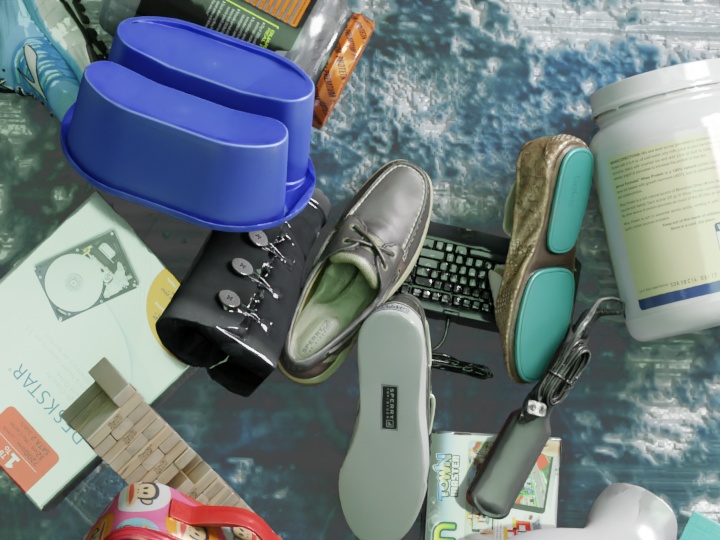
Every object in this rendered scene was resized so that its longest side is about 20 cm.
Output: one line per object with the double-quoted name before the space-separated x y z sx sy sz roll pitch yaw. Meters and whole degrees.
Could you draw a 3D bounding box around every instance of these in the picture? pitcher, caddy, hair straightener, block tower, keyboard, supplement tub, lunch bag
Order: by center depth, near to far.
"caddy" -0.126 -0.102 1.488 0.199 0.106 0.142 20 40 6
"lunch bag" -0.119 0.248 1.493 0.199 0.082 0.177 29 122 -15
"pitcher" 0.156 0.273 1.513 0.199 0.121 0.173 -21 115 -47
"block tower" -0.148 0.154 1.517 0.058 0.054 0.200 -44 126 -8
"hair straightener" 0.148 0.106 1.539 0.041 0.077 0.201 35 88 0
"supplement tub" -0.096 -0.200 1.572 0.199 0.123 0.123 29 83 -1
"supplement tub" 0.262 -0.055 1.575 0.144 0.145 0.202 -12 86 -6
"keyboard" 0.075 0.028 1.615 0.198 0.021 0.128 12 83 -3

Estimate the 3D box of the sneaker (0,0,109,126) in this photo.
"sneaker" -0.246 -0.156 1.592 0.090 0.078 0.201 -29 84 12

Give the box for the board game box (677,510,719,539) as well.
"board game box" 0.237 0.294 1.533 0.045 0.152 0.201 26 83 20

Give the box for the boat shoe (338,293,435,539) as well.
"boat shoe" 0.029 0.119 1.574 0.070 0.064 0.202 10 107 12

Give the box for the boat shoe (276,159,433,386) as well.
"boat shoe" -0.001 0.000 1.569 0.071 0.066 0.202 32 82 0

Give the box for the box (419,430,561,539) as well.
"box" 0.101 0.231 1.588 0.109 0.035 0.202 4 84 -4

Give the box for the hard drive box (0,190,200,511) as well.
"hard drive box" -0.226 0.065 1.558 0.200 0.077 0.156 -44 89 -7

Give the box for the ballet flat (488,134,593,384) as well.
"ballet flat" 0.138 -0.012 1.584 0.070 0.065 0.202 6 100 -43

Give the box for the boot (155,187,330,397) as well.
"boot" -0.120 -0.013 1.527 0.164 0.066 0.201 22 47 -2
